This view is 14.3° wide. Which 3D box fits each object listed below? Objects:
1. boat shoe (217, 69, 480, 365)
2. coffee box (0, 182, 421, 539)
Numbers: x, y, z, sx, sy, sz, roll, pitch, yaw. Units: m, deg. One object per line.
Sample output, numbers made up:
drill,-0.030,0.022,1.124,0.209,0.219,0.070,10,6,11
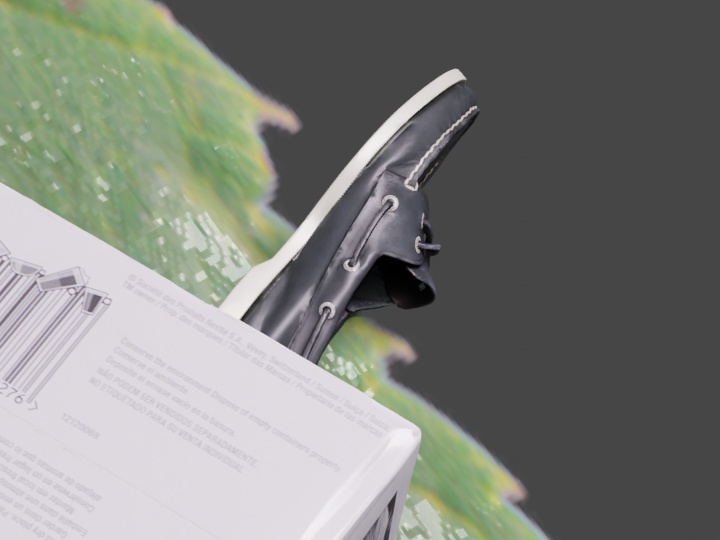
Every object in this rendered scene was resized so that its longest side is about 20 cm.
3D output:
boat shoe,0.000,-0.001,1.242,0.066,0.075,0.200,38,63,7
coffee box,-0.123,0.129,1.065,0.199,0.198,0.200,30,56,13
